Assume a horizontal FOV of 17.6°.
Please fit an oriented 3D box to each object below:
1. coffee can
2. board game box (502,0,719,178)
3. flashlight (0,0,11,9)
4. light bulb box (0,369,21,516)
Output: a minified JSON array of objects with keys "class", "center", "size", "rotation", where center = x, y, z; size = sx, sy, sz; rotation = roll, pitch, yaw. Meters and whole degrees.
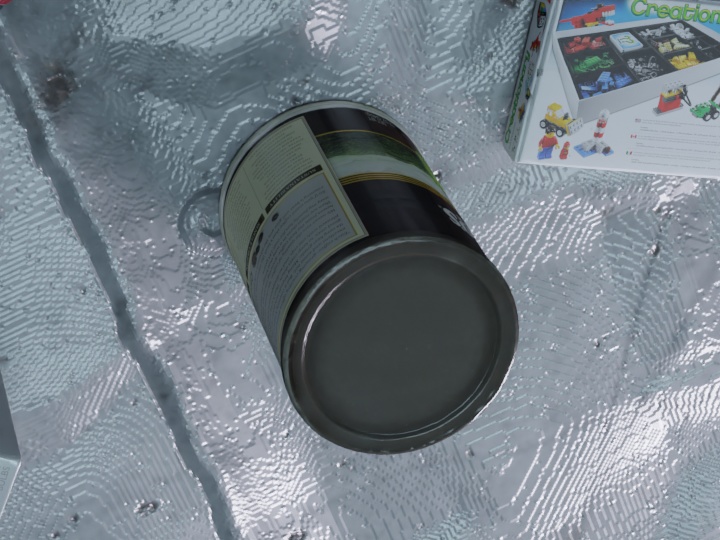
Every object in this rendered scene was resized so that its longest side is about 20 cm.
[{"class":"coffee can","center":[0.000,0.000,1.451],"size":[0.145,0.200,0.147],"rotation":[-7,120,-13]},{"class":"board game box","center":[0.203,-0.127,1.540],"size":[0.198,0.035,0.127],"rotation":[4,117,-18]},{"class":"flashlight","center":[-0.273,-0.133,1.378],"size":[0.068,0.068,0.200],"rotation":[39,100,-24]},{"class":"light bulb box","center":[-0.344,0.148,1.474],"size":[0.199,0.125,0.199],"rotation":[12,113,-23]}]
